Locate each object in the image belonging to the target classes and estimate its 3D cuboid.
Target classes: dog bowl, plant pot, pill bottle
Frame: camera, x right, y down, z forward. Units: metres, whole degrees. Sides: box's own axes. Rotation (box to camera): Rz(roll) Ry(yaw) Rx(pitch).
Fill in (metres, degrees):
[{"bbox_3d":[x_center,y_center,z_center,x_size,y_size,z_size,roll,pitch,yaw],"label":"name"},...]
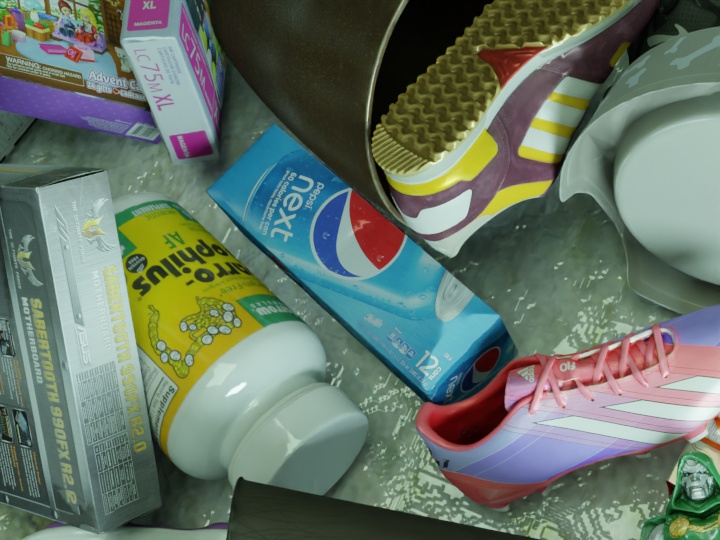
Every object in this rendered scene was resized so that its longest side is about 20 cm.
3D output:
[{"bbox_3d":[0.210,-0.048,0.720,0.200,0.200,0.059,10,56,19],"label":"dog bowl"},{"bbox_3d":[0.005,-0.143,0.835,0.200,0.187,0.187,28,78,40],"label":"plant pot"},{"bbox_3d":[-0.092,0.052,0.803,0.113,0.113,0.200,-45,64,-5],"label":"pill bottle"}]

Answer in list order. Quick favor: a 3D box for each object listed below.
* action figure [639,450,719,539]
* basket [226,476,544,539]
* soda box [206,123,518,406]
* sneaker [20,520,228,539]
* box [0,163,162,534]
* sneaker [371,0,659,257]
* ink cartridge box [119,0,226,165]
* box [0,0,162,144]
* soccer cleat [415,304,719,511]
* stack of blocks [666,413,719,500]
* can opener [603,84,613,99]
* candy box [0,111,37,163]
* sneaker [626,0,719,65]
[{"bbox_3d":[0.177,0.183,0.646,0.118,0.055,0.200,-13,63,13],"label":"action figure"},{"bbox_3d":[0.035,0.198,0.669,0.200,0.136,0.181,2,80,1],"label":"basket"},{"bbox_3d":[0.000,0.000,0.823,0.064,0.068,0.200,-46,64,-5],"label":"soda box"},{"bbox_3d":[-0.126,0.194,0.776,0.200,0.075,0.100,-1,70,16],"label":"sneaker"},{"bbox_3d":[-0.196,0.040,0.784,0.158,0.048,0.200,4,107,42],"label":"box"},{"bbox_3d":[0.094,-0.096,0.748,0.200,0.090,0.075,-40,47,-11],"label":"sneaker"},{"bbox_3d":[-0.116,-0.185,0.887,0.042,0.119,0.200,-7,56,5],"label":"ink cartridge box"},{"bbox_3d":[-0.218,-0.168,0.888,0.039,0.200,0.137,-36,57,40],"label":"box"},{"bbox_3d":[0.124,0.066,0.725,0.200,0.076,0.067,-31,31,26],"label":"soccer cleat"},{"bbox_3d":[0.221,0.134,0.713,0.115,0.059,0.200,28,79,24],"label":"stack of blocks"},{"bbox_3d":[0.251,-0.118,0.816,0.200,0.067,0.053,-22,63,21],"label":"can opener"},{"bbox_3d":[-0.315,-0.116,0.961,0.136,0.061,0.200,33,80,25],"label":"candy box"},{"bbox_3d":[0.178,-0.170,0.799,0.077,0.084,0.200,-26,36,17],"label":"sneaker"}]
